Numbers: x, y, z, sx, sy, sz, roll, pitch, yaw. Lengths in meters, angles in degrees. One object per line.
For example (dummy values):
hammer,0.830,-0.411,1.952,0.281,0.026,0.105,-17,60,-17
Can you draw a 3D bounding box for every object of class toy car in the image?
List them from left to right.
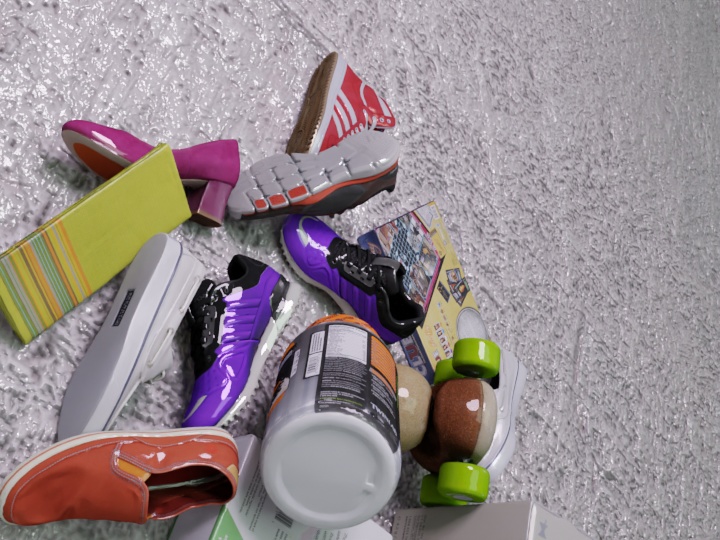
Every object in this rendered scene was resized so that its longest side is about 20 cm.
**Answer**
toy car,0.042,0.157,0.928,0.195,0.158,0.168,12,66,-6

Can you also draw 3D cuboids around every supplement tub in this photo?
supplement tub,-0.023,0.127,0.776,0.123,0.121,0.201,53,14,-17

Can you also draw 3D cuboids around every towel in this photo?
towel,-0.232,-0.027,0.736,0.200,0.018,0.087,-44,143,-33

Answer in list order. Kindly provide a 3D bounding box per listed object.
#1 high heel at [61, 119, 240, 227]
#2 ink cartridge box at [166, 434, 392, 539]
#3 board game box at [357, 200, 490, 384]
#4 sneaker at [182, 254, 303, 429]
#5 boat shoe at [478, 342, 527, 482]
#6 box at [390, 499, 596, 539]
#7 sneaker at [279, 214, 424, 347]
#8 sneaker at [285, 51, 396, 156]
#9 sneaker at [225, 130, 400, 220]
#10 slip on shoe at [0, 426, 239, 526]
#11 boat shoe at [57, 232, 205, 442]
high heel,-0.198,-0.122,0.818,0.199,0.066,0.098,33,63,-51
ink cartridge box,-0.077,0.272,0.785,0.199,0.083,0.147,42,50,-26
board game box,0.085,0.026,1.073,0.134,0.034,0.204,-26,94,-47
sneaker,-0.137,0.066,0.809,0.099,0.069,0.202,39,49,-16
boat shoe,0.160,0.179,1.077,0.065,0.073,0.202,43,39,-19
box,0.135,0.324,0.896,0.127,0.198,0.111,35,55,-30
sneaker,0.000,0.000,0.948,0.200,0.099,0.070,47,48,-18
sneaker,-0.021,-0.160,1.009,0.112,0.071,0.203,35,51,-27
sneaker,-0.047,-0.081,0.908,0.083,0.196,0.078,76,-2,-50
slip on shoe,-0.190,0.173,0.683,0.196,0.061,0.075,-3,121,-25
boat shoe,-0.196,0.069,0.741,0.065,0.071,0.203,37,59,-36
